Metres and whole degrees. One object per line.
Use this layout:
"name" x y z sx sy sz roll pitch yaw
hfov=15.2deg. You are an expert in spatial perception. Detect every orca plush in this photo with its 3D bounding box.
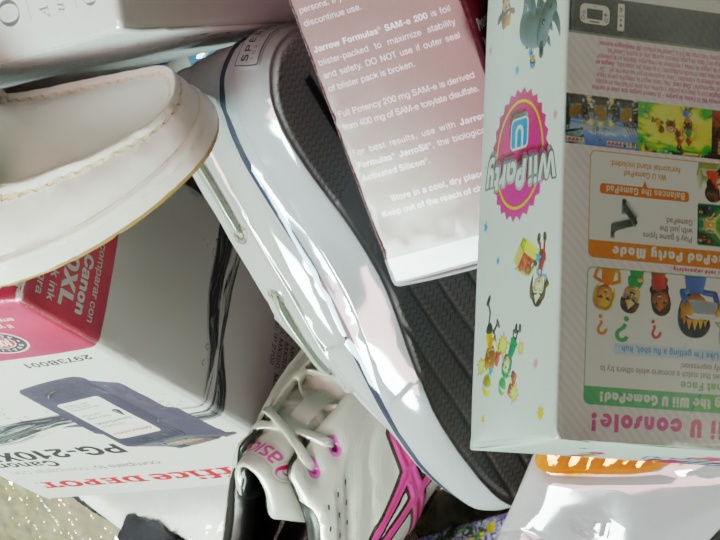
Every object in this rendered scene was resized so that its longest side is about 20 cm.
"orca plush" -0.035 0.081 1.135 0.199 0.071 0.106 -14 64 27

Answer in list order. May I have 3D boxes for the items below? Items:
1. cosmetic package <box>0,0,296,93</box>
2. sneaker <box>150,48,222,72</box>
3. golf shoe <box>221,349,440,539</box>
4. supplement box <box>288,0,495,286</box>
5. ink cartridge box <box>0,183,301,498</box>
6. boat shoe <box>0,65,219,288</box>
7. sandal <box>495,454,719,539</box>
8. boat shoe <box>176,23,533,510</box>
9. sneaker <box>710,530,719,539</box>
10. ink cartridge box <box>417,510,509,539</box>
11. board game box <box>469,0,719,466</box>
"cosmetic package" -0.138 -0.165 0.962 0.199 0.123 0.200 -11 89 37
"sneaker" -0.083 -0.084 1.048 0.200 0.072 0.073 -37 86 37
"golf shoe" -0.003 0.064 1.012 0.072 0.092 0.201 19 94 34
"supplement box" 0.017 -0.109 0.889 0.061 0.109 0.201 -15 106 22
"ink cartridge box" -0.119 0.017 1.043 0.144 0.085 0.200 -7 155 32
"boat shoe" -0.147 -0.032 0.890 0.199 0.071 0.070 -21 121 3
"sandal" 0.094 0.068 0.946 0.079 0.059 0.207 31 115 1
"boat shoe" 0.000 0.000 0.961 0.067 0.074 0.201 -9 117 42
"sneaker" 0.121 0.058 1.007 0.200 0.083 0.071 56 173 10
"ink cartridge box" 0.070 0.151 1.062 0.200 0.050 0.109 -20 64 38
"board game box" 0.113 -0.041 0.838 0.064 0.147 0.201 165 109 -65
